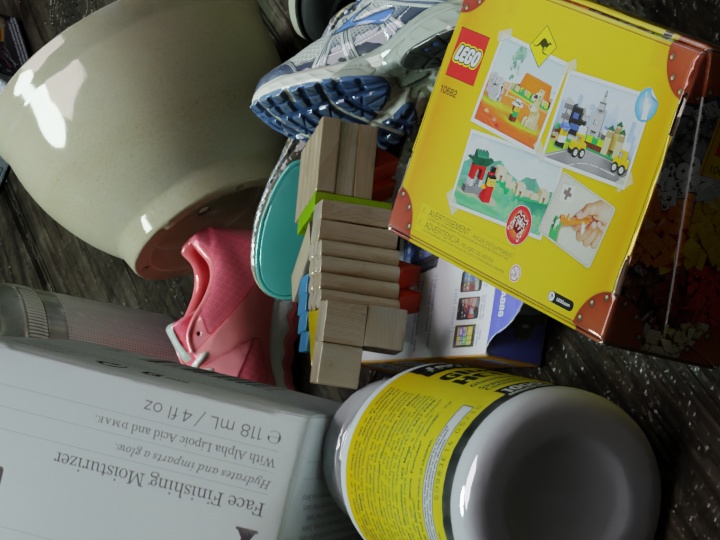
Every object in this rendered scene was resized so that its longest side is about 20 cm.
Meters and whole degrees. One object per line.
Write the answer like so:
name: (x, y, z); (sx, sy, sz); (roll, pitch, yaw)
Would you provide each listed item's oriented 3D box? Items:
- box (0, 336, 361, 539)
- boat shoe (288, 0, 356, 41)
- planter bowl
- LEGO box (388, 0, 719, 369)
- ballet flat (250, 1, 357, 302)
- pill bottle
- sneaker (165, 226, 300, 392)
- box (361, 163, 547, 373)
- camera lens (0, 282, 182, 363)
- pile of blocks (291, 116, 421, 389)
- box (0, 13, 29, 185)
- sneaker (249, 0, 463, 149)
box: (-0.110, 0.122, 1.591); (0.200, 0.199, 0.131); (10, -87, -77)
boat shoe: (0.006, -0.204, 1.728); (0.074, 0.063, 0.201); (-46, -14, -39)
planter bowl: (-0.125, -0.080, 1.842); (0.135, 0.200, 0.200); (59, 138, 19)
LEGO box: (0.115, -0.056, 1.389); (0.200, 0.077, 0.149); (30, 104, 54)
ballet flat: (-0.013, -0.076, 1.738); (0.072, 0.072, 0.200); (49, 123, 60)
pill bottle: (0.059, 0.106, 1.432); (0.200, 0.112, 0.112); (9, 87, 64)
sneaker: (-0.086, 0.064, 1.784); (0.074, 0.087, 0.200); (-34, 50, 57)
box: (0.057, -0.004, 1.574); (0.200, 0.041, 0.119); (-5, 75, 61)
camera lens: (-0.205, 0.096, 1.883); (0.160, 0.200, 0.160); (-37, 47, 54)
pile of blocks: (0.000, 0.000, 1.584); (0.082, 0.062, 0.200); (110, 164, -45)
box: (-0.373, -0.119, 2.432); (0.200, 0.115, 0.132); (-64, 28, 27)
sneaker: (0.021, -0.132, 1.647); (0.200, 0.077, 0.085); (-18, 49, 35)
